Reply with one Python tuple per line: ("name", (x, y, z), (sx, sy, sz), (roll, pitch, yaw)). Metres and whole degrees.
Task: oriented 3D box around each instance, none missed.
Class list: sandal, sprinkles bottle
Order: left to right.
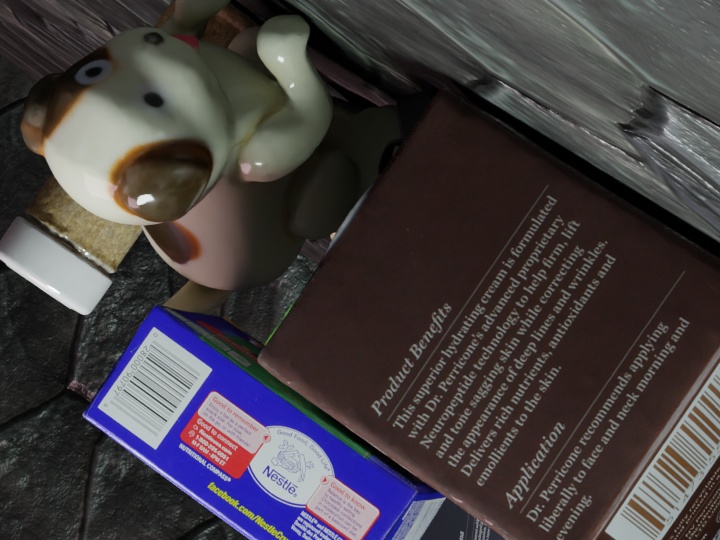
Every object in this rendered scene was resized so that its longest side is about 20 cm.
("sprinkles bottle", (-0.132, -0.072, 1.714), (0.068, 0.200, 0.068), (34, 177, 2))
("sandal", (0.025, -0.041, 1.564), (0.200, 0.043, 0.076), (78, -178, -66))

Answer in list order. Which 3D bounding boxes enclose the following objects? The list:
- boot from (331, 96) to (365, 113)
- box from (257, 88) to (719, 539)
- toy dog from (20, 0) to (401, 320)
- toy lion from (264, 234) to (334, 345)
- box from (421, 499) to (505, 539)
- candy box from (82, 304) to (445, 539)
("boot", (0.000, 0.000, 1.725), (0.200, 0.168, 0.076), (33, 178, 44))
("box", (0.093, 0.046, 1.434), (0.200, 0.166, 0.164), (35, 179, 25))
("toy dog", (-0.097, -0.069, 1.580), (0.140, 0.194, 0.200), (43, -170, 26))
("toy lion", (-0.019, 0.040, 2.382), (0.069, 0.192, 0.200), (34, 178, 14))
("box", (0.115, 0.140, 2.236), (0.104, 0.200, 0.182), (-12, -149, -35))
("candy box", (-0.044, 0.097, 1.558), (0.169, 0.077, 0.200), (36, 180, 7))
